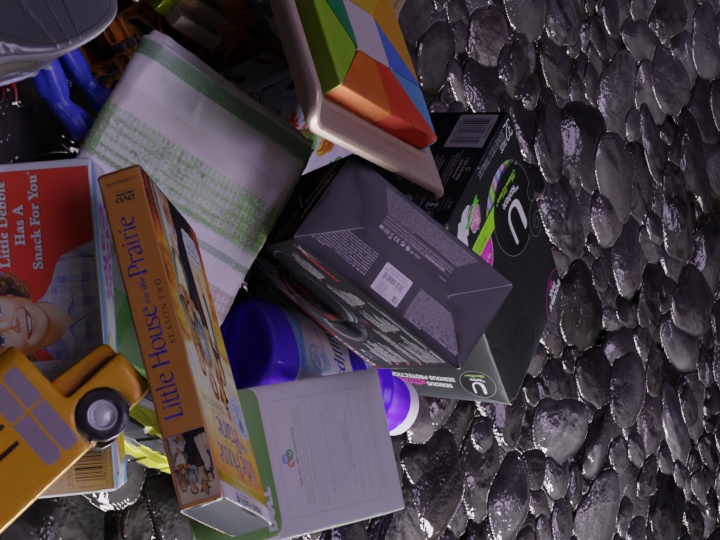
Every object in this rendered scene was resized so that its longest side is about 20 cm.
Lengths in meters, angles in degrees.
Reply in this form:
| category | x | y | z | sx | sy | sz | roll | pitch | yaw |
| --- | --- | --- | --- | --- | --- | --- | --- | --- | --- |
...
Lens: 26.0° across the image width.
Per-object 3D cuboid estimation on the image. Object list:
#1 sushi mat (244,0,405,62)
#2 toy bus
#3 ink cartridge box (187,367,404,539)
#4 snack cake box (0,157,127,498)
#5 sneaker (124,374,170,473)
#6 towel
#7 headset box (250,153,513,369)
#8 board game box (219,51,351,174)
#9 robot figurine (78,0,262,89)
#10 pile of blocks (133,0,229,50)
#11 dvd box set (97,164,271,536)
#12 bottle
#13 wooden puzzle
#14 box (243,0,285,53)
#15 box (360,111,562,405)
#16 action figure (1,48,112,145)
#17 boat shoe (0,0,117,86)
| category | x | y | z | sx | sy | sz | roll | pitch | yaw |
| --- | --- | --- | --- | --- | --- | --- | --- | --- | --- |
| sushi mat | -0.019 | -0.207 | 1.213 | 0.095 | 0.012 | 0.201 | 39 | 41 | -12 |
| toy bus | -0.211 | 0.112 | 0.866 | 0.078 | 0.065 | 0.200 | 46 | 72 | -1 |
| ink cartridge box | -0.064 | 0.132 | 1.070 | 0.199 | 0.059 | 0.105 | -5 | 82 | -47 |
| snack cake box | -0.209 | 0.037 | 0.954 | 0.067 | 0.114 | 0.202 | 125 | -39 | -87 |
| sneaker | -0.104 | 0.113 | 1.122 | 0.200 | 0.074 | 0.085 | 40 | 54 | -42 |
| towel | -0.133 | -0.038 | 1.047 | 0.149 | 0.031 | 0.201 | 34 | 78 | -27 |
| headset box | 0.000 | 0.000 | 1.128 | 0.148 | 0.200 | 0.075 | 38 | 76 | -12 |
| board game box | -0.060 | -0.109 | 1.204 | 0.200 | 0.034 | 0.127 | -34 | 141 | -49 |
| robot figurine | -0.134 | -0.187 | 1.141 | 0.200 | 0.058 | 0.146 | -52 | 122 | -43 |
| pile of blocks | -0.149 | -0.230 | 1.018 | 0.200 | 0.062 | 0.082 | 38 | 18 | -31 |
| dvd box set | -0.103 | 0.053 | 0.935 | 0.146 | 0.029 | 0.202 | 63 | 10 | -73 |
| bottle | -0.028 | 0.085 | 1.224 | 0.199 | 0.065 | 0.084 | 27 | 30 | -47 |
| wooden puzzle | -0.006 | -0.155 | 1.051 | 0.200 | 0.037 | 0.187 | 28 | 41 | -60 |
| box | -0.072 | -0.230 | 1.079 | 0.200 | 0.034 | 0.111 | 49 | 25 | -38 |
| box | 0.072 | -0.011 | 1.309 | 0.149 | 0.123 | 0.201 | -59 | 140 | -39 |
| action figure | -0.209 | -0.145 | 1.036 | 0.065 | 0.051 | 0.201 | -41 | 116 | -38 |
| boat shoe | -0.240 | -0.142 | 0.954 | 0.201 | 0.065 | 0.075 | -32 | 92 | -36 |
